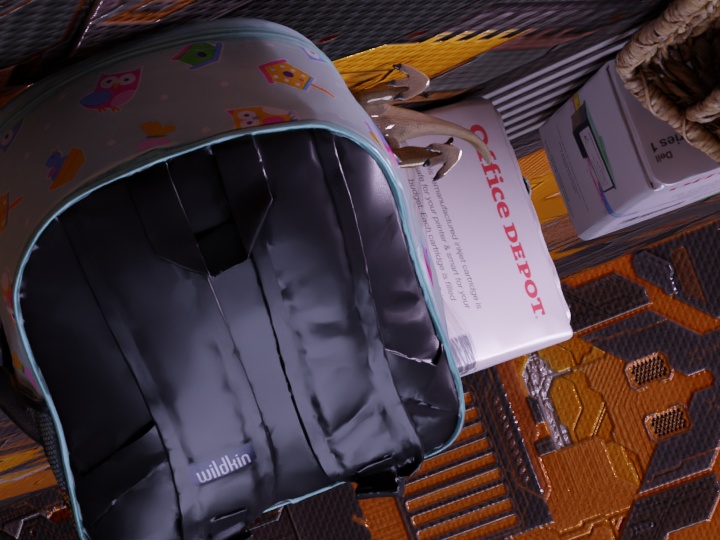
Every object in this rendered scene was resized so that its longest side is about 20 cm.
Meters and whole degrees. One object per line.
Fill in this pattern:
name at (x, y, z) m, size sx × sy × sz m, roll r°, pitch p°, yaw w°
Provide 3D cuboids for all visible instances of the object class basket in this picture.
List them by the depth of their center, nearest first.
basket at (0.245, -0.095, 1.478) m, size 0.149 × 0.143 × 0.200 m, roll -20°, pitch 175°, yaw -17°

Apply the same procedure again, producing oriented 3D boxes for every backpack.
backpack at (-0.062, -0.004, 1.099) m, size 0.176 × 0.153 × 0.200 m, roll -18°, pitch 138°, yaw -2°

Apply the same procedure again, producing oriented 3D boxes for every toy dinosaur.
toy dinosaur at (0.004, -0.072, 1.383) m, size 0.200 × 0.058 × 0.101 m, roll -8°, pitch -176°, yaw -32°

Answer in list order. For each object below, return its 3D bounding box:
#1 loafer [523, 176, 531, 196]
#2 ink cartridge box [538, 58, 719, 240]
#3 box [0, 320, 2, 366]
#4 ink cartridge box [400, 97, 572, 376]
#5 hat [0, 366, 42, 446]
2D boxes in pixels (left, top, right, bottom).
loafer at (0.032, -0.029, 1.828) m, size 0.200 × 0.075 × 0.070 m, roll -23°, pitch 165°, yaw -33°
ink cartridge box at (0.205, -0.092, 1.685) m, size 0.145 × 0.084 × 0.200 m, roll -20°, pitch 175°, yaw -10°
box at (-0.235, 0.033, 1.484) m, size 0.161 × 0.049 × 0.200 m, roll -16°, pitch 175°, yaw -18°
ink cartridge box at (0.000, 0.000, 1.504) m, size 0.200 × 0.145 × 0.084 m, roll -16°, pitch 175°, yaw -38°
hat at (-0.130, 0.037, 1.650) m, size 0.201 × 0.201 × 0.081 m, roll -15°, pitch 134°, yaw -45°
